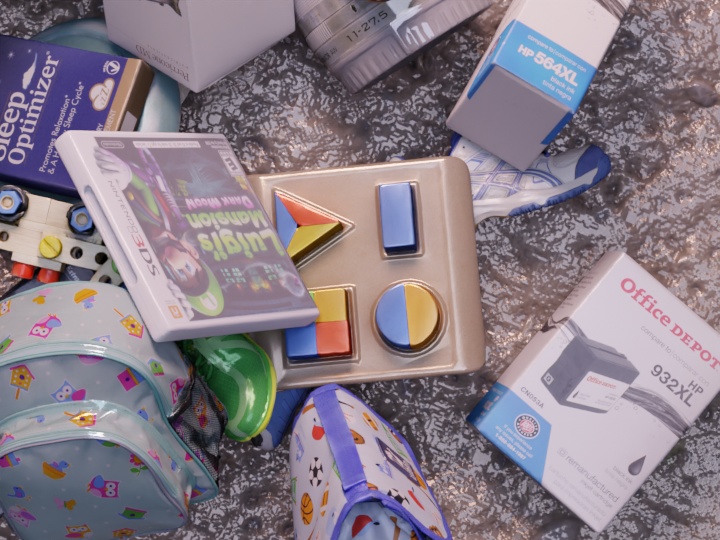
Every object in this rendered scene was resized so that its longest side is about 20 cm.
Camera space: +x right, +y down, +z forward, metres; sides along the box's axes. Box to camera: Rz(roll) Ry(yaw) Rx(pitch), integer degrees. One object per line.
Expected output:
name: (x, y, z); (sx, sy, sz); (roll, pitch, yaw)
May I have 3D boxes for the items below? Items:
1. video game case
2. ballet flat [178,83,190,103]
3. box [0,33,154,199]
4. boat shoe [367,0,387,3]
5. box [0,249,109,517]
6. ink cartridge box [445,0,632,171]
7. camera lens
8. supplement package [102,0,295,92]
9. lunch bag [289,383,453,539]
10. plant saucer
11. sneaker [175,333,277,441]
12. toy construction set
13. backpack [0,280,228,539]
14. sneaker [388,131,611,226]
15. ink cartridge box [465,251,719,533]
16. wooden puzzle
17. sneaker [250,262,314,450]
video game case: (-0.134, -0.031, 1.615); (0.023, 0.200, 0.182); (-37, 72, 29)
ballet flat: (-0.200, -0.134, 1.750); (0.072, 0.072, 0.200); (31, 89, -3)
box: (-0.279, -0.132, 1.700); (0.199, 0.032, 0.122); (12, 78, 26)
boat shoe: (-0.016, -0.306, 1.598); (0.070, 0.070, 0.200); (-31, 91, -1)
box: (-0.271, 0.091, 1.726); (0.200, 0.104, 0.148); (-37, 91, -3)
ink cartridge box: (0.165, -0.205, 1.703); (0.084, 0.146, 0.200); (30, 69, -2)
camera lens: (-0.001, -0.270, 1.714); (0.160, 0.160, 0.200); (-33, 92, -3)
supplement package: (-0.136, -0.268, 1.631); (0.117, 0.201, 0.117); (31, 53, 32)
lunch bag: (0.005, 0.215, 1.676); (0.123, 0.170, 0.201); (-15, 121, -6)
plant saucer: (-0.246, -0.125, 1.718); (0.199, 0.027, 0.201); (-6, 72, 19)
sneaker: (-0.134, 0.054, 1.677); (0.074, 0.083, 0.201); (-39, 64, 32)
toy construction set: (-0.256, 0.004, 1.636); (0.199, 0.092, 0.132); (13, 89, -14)
backpack: (-0.212, 0.112, 1.560); (0.175, 0.154, 0.200); (-11, 125, 16)
sneaker: (0.117, -0.087, 1.764); (0.199, 0.075, 0.089); (-17, 91, -4)
ink cartridge box: (0.212, 0.103, 1.765); (0.145, 0.084, 0.200); (40, 88, -2)
wooden puzzle: (0.000, 0.000, 1.704); (0.199, 0.046, 0.186); (-5, 80, 1)
sneaker: (-0.040, 0.065, 1.754); (0.077, 0.076, 0.201); (23, 90, 1)
